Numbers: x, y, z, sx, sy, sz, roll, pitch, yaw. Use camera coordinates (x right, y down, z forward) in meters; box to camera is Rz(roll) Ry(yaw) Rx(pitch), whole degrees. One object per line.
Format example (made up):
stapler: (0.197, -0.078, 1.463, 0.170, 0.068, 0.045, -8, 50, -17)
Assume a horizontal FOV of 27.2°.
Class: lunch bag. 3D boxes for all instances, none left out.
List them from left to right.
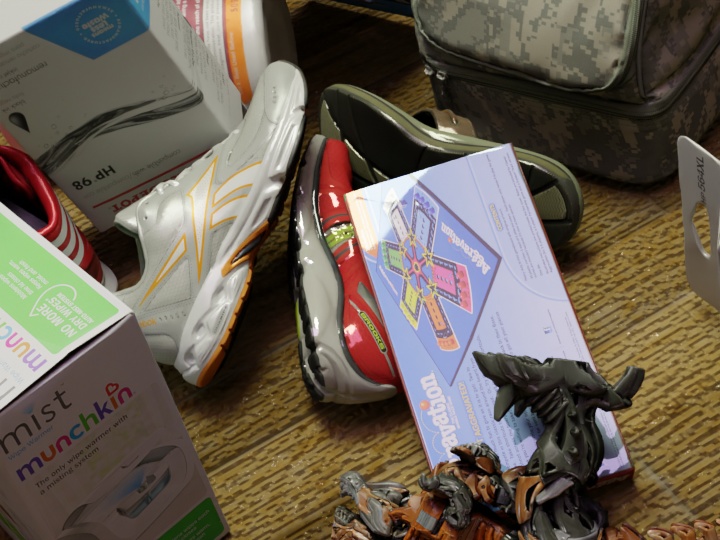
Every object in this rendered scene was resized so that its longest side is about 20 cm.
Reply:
lunch bag: (0.130, -0.170, 0.946, 0.199, 0.169, 0.139, 21, 54, 34)

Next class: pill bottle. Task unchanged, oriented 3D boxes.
pill bottle: (-0.150, -0.141, 1.041, 0.198, 0.115, 0.115, -6, 43, 10)

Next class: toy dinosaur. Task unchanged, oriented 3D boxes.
toy dinosaur: (0.089, 0.111, 0.721, 0.198, 0.102, 0.137, 6, 86, -9)

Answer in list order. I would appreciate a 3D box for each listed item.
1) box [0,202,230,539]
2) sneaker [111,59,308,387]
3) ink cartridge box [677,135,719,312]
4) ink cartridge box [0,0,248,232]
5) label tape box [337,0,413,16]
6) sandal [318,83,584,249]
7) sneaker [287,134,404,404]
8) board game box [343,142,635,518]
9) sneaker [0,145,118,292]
box: (-0.184, 0.064, 0.793, 0.096, 0.178, 0.199, -37, 46, -22)
sneaker: (-0.094, -0.040, 0.882, 0.091, 0.076, 0.202, 21, 78, 0)
ink cartridge box: (0.264, -0.011, 0.770, 0.198, 0.129, 0.126, 0, 45, 18)
ink cartridge box: (-0.147, -0.103, 0.927, 0.115, 0.200, 0.067, -25, 45, 13)
label tape box: (-0.032, -0.239, 1.040, 0.143, 0.199, 0.064, 19, 93, 33)
sandal: (0.055, -0.064, 0.938, 0.200, 0.081, 0.057, 23, 36, 28)
sneaker: (0.000, 0.000, 0.895, 0.084, 0.077, 0.201, -1, 48, -9)
board game box: (0.066, 0.033, 0.809, 0.102, 0.019, 0.202, -16, 66, -3)
sneaker: (-0.237, -0.050, 0.972, 0.199, 0.116, 0.078, 27, 57, 36)
